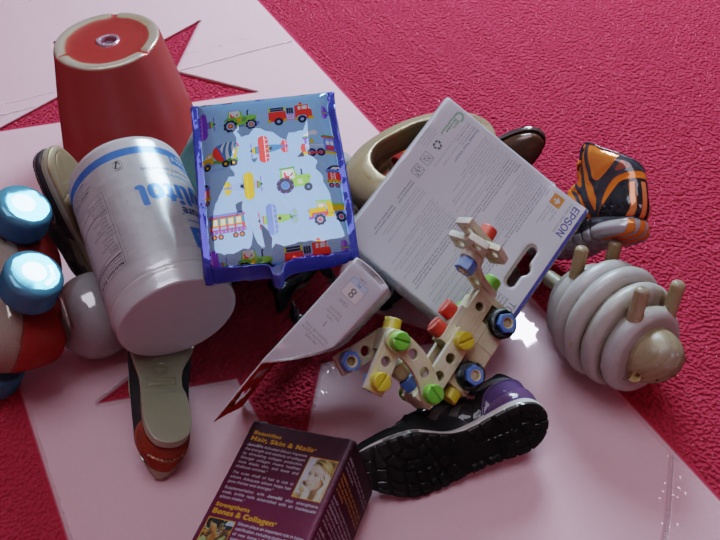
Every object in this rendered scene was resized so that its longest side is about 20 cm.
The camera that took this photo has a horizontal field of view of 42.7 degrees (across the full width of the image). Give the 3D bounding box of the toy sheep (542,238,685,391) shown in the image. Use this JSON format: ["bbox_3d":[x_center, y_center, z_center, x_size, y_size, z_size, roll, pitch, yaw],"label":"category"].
[{"bbox_3d":[0.259,0.048,0.961,0.136,0.140,0.200,-21,36,-16],"label":"toy sheep"}]

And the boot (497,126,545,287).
[{"bbox_3d":[0.162,-0.053,1.072,0.186,0.064,0.202,-40,35,25],"label":"boot"}]

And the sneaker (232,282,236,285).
[{"bbox_3d":[-0.213,-0.009,1.104,0.199,0.061,0.104,33,51,28],"label":"sneaker"}]

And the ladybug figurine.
[{"bbox_3d":[0.074,-0.117,1.073,0.198,0.073,0.136,-26,47,-15],"label":"ladybug figurine"}]

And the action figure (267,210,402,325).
[{"bbox_3d":[0.000,0.000,1.049,0.198,0.103,0.120,-26,63,-20],"label":"action figure"}]

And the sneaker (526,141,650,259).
[{"bbox_3d":[0.252,-0.078,1.049,0.077,0.199,0.114,12,76,-33],"label":"sneaker"}]

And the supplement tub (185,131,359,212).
[{"bbox_3d":[-0.109,-0.109,1.135,0.199,0.146,0.145,30,54,30],"label":"supplement tub"}]

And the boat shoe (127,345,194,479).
[{"bbox_3d":[-0.211,0.121,0.973,0.070,0.063,0.202,3,42,-19],"label":"boat shoe"}]

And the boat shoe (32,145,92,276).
[{"bbox_3d":[-0.337,-0.056,1.065,0.064,0.201,0.073,-5,49,9],"label":"boat shoe"}]

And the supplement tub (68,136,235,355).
[{"bbox_3d":[-0.222,-0.029,0.971,0.130,0.133,0.202,-20,60,-15],"label":"supplement tub"}]

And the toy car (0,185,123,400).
[{"bbox_3d":[-0.321,0.032,1.024,0.198,0.185,0.179,6,46,-35],"label":"toy car"}]

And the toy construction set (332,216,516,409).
[{"bbox_3d":[0.078,0.050,0.889,0.201,0.131,0.092,-52,12,-2],"label":"toy construction set"}]

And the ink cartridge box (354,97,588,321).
[{"bbox_3d":[0.110,-0.046,0.982,0.199,0.041,0.200,38,77,0],"label":"ink cartridge box"}]

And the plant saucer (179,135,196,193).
[{"bbox_3d":[-0.146,-0.100,1.049,0.197,0.036,0.204,-7,75,27],"label":"plant saucer"}]

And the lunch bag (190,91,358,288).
[{"bbox_3d":[-0.085,-0.071,0.910,0.148,0.095,0.202,-7,52,-4],"label":"lunch bag"}]

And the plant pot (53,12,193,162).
[{"bbox_3d":[-0.326,-0.237,1.258,0.197,0.179,0.202,-2,44,2],"label":"plant pot"}]

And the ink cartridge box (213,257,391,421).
[{"bbox_3d":[-0.050,0.079,0.909,0.047,0.160,0.200,41,89,4],"label":"ink cartridge box"}]

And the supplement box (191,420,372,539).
[{"bbox_3d":[-0.078,0.244,0.812,0.109,0.086,0.201,5,45,24],"label":"supplement box"}]

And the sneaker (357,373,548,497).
[{"bbox_3d":[0.081,0.160,0.920,0.197,0.077,0.088,-13,27,-11],"label":"sneaker"}]
